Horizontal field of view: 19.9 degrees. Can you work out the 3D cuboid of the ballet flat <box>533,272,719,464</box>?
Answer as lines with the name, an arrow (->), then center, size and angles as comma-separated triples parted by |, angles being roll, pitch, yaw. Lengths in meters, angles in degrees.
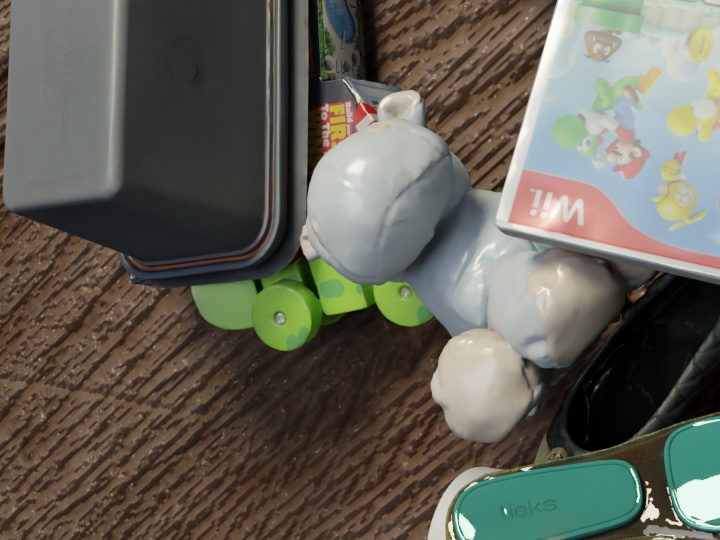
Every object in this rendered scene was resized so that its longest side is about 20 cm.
ballet flat -> 0.133, 0.038, 0.949 | 0.200, 0.057, 0.066 | -56, 46, 27

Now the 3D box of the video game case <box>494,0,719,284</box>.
video game case -> 0.152, -0.097, 0.892 | 0.143, 0.017, 0.200 | 14, 83, 21

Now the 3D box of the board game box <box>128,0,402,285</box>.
board game box -> -0.045, -0.097, 1.184 | 0.200, 0.062, 0.200 | -5, 86, 34

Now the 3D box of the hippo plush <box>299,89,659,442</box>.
hippo plush -> 0.062, -0.026, 1.003 | 0.161, 0.200, 0.159 | 42, 101, 7

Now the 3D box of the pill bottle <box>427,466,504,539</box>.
pill bottle -> 0.138, 0.154, 1.021 | 0.200, 0.112, 0.112 | 6, 93, 35

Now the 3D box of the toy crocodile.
toy crocodile -> 0.000, 0.000, 1.133 | 0.200, 0.068, 0.062 | -12, 101, 27

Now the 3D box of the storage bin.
storage bin -> -0.125, -0.101, 1.108 | 0.146, 0.134, 0.200 | -6, 78, 34

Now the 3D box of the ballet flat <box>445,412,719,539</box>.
ballet flat -> 0.139, 0.108, 0.929 | 0.200, 0.071, 0.071 | -12, 81, 12
